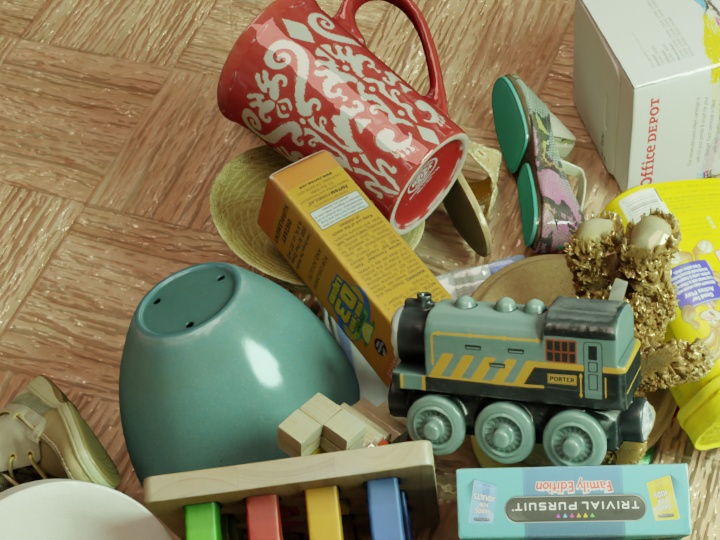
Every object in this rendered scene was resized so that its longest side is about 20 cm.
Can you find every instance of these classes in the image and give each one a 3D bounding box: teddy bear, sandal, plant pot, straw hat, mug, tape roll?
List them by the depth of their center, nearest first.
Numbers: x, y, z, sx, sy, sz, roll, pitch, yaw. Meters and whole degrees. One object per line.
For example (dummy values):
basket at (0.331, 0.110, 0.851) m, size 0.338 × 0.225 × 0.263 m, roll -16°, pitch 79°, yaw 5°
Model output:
tape roll at (-0.218, 0.253, 0.955) m, size 0.203 × 0.204 × 0.037 m, roll -43°, pitch 15°, yaw -24°
teddy bear at (0.200, 0.051, 1.012) m, size 0.144 × 0.066 × 0.203 m, roll -19°, pitch 72°, yaw 34°
plant pot at (-0.113, 0.075, 1.065) m, size 0.197 × 0.136 × 0.201 m, roll -15°, pitch 34°, yaw 10°
mug at (-0.002, -0.150, 1.159) m, size 0.199 × 0.179 × 0.133 m, roll 40°, pitch 23°, yaw 19°
straw hat at (-0.042, -0.025, 1.204) m, size 0.197 × 0.086 × 0.203 m, roll 7°, pitch 45°, yaw -7°
sandal at (0.097, -0.103, 1.253) m, size 0.069 × 0.078 × 0.212 m, roll -22°, pitch 45°, yaw -13°

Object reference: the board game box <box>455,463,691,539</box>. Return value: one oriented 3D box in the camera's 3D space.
board game box at (0.146, 0.172, 0.942) m, size 0.148 × 0.200 × 0.048 m, roll -2°, pitch 76°, yaw 6°

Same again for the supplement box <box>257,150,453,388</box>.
supplement box at (0.000, 0.000, 1.083) m, size 0.068 × 0.067 × 0.200 m, roll -28°, pitch 66°, yaw -33°

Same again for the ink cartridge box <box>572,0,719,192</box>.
ink cartridge box at (0.314, -0.188, 1.239) m, size 0.197 × 0.148 × 0.147 m, roll -16°, pitch 51°, yaw -5°

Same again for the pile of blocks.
pile of blocks at (0.003, 0.143, 1.006) m, size 0.062 × 0.199 × 0.083 m, roll 31°, pitch 99°, yaw 25°

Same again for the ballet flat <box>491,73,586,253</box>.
ballet flat at (0.174, -0.100, 1.251) m, size 0.070 × 0.070 × 0.202 m, roll 1°, pitch 53°, yaw -14°

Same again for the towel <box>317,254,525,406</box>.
towel at (0.067, 0.061, 1.158) m, size 0.197 × 0.024 × 0.148 m, roll -11°, pitch 52°, yaw 0°

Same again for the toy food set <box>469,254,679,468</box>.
toy food set at (0.172, 0.079, 1.095) m, size 0.195 × 0.049 × 0.203 m, roll -10°, pitch 64°, yaw -9°

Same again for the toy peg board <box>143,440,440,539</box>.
toy peg board at (-0.037, 0.207, 0.960) m, size 0.196 × 0.200 × 0.099 m, roll -7°, pitch 68°, yaw 2°

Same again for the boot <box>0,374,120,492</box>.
boot at (-0.283, 0.168, 1.064) m, size 0.154 × 0.073 × 0.199 m, roll -35°, pitch 25°, yaw -16°

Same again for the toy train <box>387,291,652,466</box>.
toy train at (0.111, 0.074, 0.954) m, size 0.197 × 0.116 × 0.085 m, roll 4°, pitch 18°, yaw 24°

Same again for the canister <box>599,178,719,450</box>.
canister at (0.285, 0.029, 1.066) m, size 0.146 × 0.087 × 0.202 m, roll -5°, pitch 58°, yaw -29°
